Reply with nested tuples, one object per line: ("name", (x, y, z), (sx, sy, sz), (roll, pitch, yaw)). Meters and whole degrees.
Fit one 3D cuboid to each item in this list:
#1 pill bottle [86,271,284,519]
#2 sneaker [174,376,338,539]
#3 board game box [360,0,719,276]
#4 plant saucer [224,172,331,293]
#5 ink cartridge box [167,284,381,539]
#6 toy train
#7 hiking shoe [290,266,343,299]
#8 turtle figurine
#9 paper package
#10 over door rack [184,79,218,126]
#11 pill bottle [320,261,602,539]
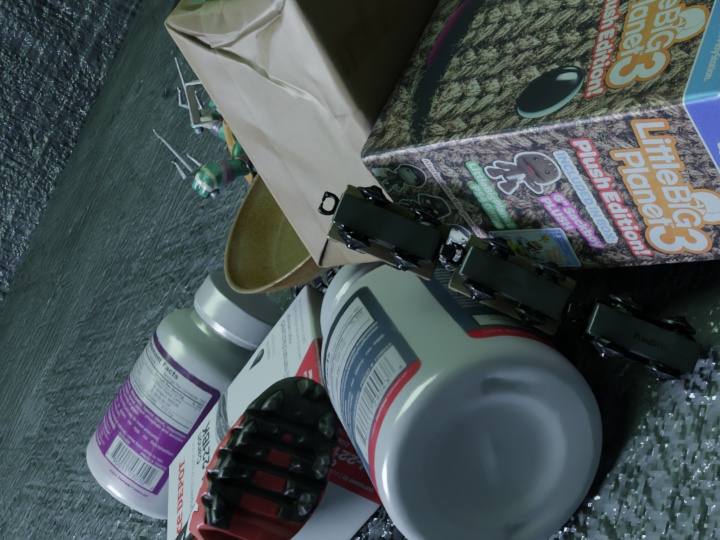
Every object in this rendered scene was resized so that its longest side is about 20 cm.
("pill bottle", (-0.148, 0.106, 1.017), (0.201, 0.111, 0.112), (-57, 23, 11))
("sneaker", (-0.074, 0.156, 0.702), (0.098, 0.070, 0.203), (-173, 106, -81))
("board game box", (0.125, -0.093, 0.573), (0.198, 0.097, 0.161), (-5, 48, 43))
("plant saucer", (-0.024, -0.061, 0.844), (0.200, 0.035, 0.202), (-41, 28, 27))
("ink cartridge box", (-0.055, 0.136, 0.819), (0.201, 0.083, 0.145), (-53, 25, 23))
("toy train", (0.071, 0.005, 0.571), (0.046, 0.198, 0.035), (37, -103, -83))
("hiking shoe", (0.000, 0.000, 0.895), (0.199, 0.075, 0.102), (176, 103, -67))
("turtle figurine", (-0.113, -0.106, 1.082), (0.099, 0.202, 0.150), (-21, 23, 11))
("paper package", (0.015, -0.133, 0.680), (0.102, 0.192, 0.201), (-5, 38, 43))
("over door rack", (-0.034, -0.185, 0.908), (0.198, 0.067, 0.148), (-18, 11, 25))
("pill bottle", (0.042, 0.060, 0.650), (0.121, 0.119, 0.200), (-58, 23, 10))
